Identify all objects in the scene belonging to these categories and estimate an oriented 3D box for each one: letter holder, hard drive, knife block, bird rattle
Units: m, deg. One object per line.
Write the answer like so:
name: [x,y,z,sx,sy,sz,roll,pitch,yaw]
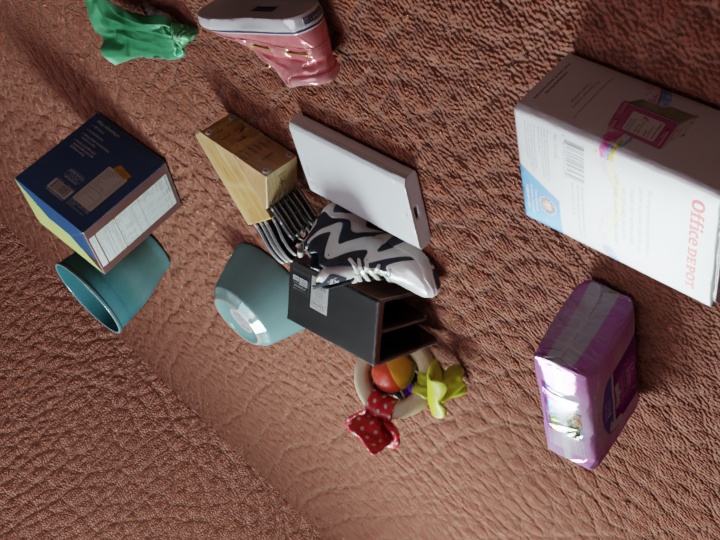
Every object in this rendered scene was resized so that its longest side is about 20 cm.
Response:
letter holder: [0.009,0.045,1.517,0.200,0.142,0.101,25,119,44]
hard drive: [-0.001,-0.115,1.326,0.200,0.026,0.132,30,153,33]
knife block: [-0.147,-0.110,1.500,0.200,0.064,0.176,35,143,25]
bird rattle: [0.056,0.179,1.561,0.113,0.200,0.163,9,-126,-62]

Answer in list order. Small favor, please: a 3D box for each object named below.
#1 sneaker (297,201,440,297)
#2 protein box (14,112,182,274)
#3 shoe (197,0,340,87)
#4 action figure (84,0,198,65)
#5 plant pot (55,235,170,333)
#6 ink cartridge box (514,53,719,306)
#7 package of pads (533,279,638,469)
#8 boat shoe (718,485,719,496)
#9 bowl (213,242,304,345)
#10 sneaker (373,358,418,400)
sneaker: [0.000,0.000,1.387,0.199,0.130,0.080,40,159,12]
protein box: [-0.477,-0.144,1.891,0.198,0.200,0.135,35,156,24]
shoe: [-0.108,-0.265,1.190,0.200,0.071,0.091,17,139,43]
action figure: [-0.298,-0.334,1.436,0.200,0.055,0.118,17,144,38]
plant pot: [-0.527,0.002,2.256,0.200,0.188,0.200,38,157,19]
ink cartridge box: [0.240,-0.078,0.881,0.200,0.085,0.145,32,155,33]
package of pads: [0.255,0.118,1.150,0.076,0.121,0.200,23,150,33]
boat shoe: [0.456,0.290,1.165,0.070,0.070,0.200,7,138,56]
bowl: [-0.189,0.058,1.863,0.201,0.105,0.201,38,157,20]
sneaker: [0.024,0.149,1.622,0.200,0.100,0.070,43,-177,3]
